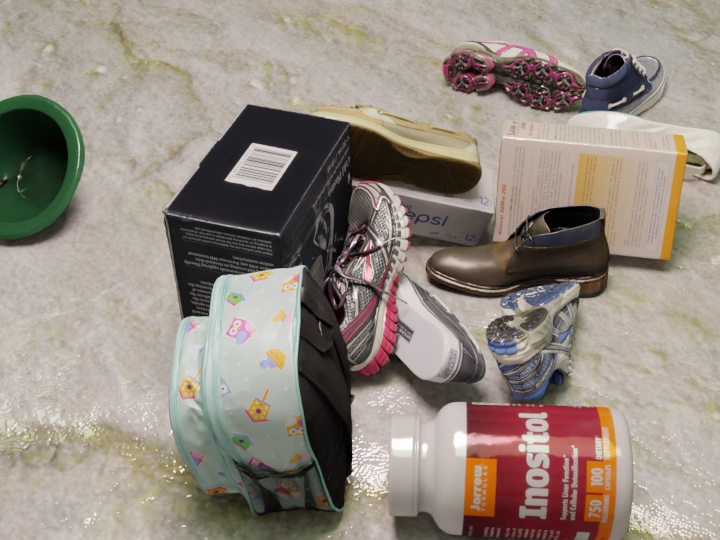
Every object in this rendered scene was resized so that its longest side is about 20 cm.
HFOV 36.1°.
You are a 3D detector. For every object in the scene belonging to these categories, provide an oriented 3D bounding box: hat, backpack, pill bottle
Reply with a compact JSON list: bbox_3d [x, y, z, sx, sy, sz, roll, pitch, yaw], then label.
[{"bbox_3d":[-0.383,-0.115,1.366,0.164,0.176,0.201,12,80,13],"label":"hat"},{"bbox_3d":[-0.083,0.097,0.949,0.152,0.201,0.177,1,52,3],"label":"backpack"},{"bbox_3d":[0.124,0.170,0.940,0.198,0.114,0.113,1,40,4],"label":"pill bottle"}]

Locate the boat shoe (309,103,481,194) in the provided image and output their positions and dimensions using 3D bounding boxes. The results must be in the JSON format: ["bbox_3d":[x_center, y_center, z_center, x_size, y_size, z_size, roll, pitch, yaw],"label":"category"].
[{"bbox_3d":[0.035,-0.138,1.177,0.199,0.073,0.063,11,50,-13],"label":"boat shoe"}]

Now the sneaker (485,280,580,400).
[{"bbox_3d":[0.176,0.070,1.096,0.077,0.086,0.200,-10,13,28],"label":"sneaker"}]

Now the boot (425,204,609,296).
[{"bbox_3d":[0.170,-0.030,1.185,0.198,0.097,0.075,1,40,2],"label":"boot"}]

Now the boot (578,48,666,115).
[{"bbox_3d":[0.352,-0.256,1.450,0.072,0.091,0.200,22,46,25],"label":"boot"}]

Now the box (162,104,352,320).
[{"bbox_3d":[-0.093,-0.027,1.113,0.123,0.198,0.200,12,42,14],"label":"box"}]

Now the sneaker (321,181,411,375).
[{"bbox_3d":[0.000,0.000,1.105,0.074,0.080,0.201,18,63,-28],"label":"sneaker"}]

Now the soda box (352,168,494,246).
[{"bbox_3d":[0.047,-0.088,1.231,0.198,0.068,0.064,10,55,-9],"label":"soda box"}]

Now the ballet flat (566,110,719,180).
[{"bbox_3d":[0.349,-0.150,1.355,0.199,0.070,0.070,11,42,13],"label":"ballet flat"}]

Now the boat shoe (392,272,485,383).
[{"bbox_3d":[0.062,0.054,1.119,0.067,0.072,0.200,17,14,-32],"label":"boat shoe"}]

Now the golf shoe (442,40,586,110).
[{"bbox_3d":[0.216,-0.277,1.493,0.199,0.073,0.092,18,43,22],"label":"golf shoe"}]

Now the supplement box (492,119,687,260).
[{"bbox_3d":[0.251,-0.091,1.224,0.198,0.127,0.074,7,25,9],"label":"supplement box"}]
